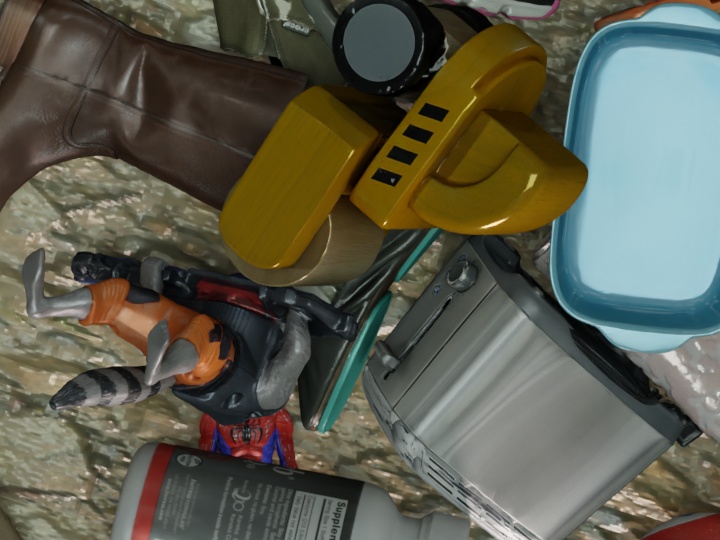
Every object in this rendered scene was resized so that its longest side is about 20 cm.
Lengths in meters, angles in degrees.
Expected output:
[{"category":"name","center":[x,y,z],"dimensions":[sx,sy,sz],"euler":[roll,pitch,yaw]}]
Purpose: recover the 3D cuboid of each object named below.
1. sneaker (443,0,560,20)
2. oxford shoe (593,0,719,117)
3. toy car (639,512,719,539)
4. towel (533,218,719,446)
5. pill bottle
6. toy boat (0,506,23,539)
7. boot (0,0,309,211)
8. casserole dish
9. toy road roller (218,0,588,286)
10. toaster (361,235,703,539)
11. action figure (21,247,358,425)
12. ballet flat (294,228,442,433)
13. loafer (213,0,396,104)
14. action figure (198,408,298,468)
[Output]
[{"category":"sneaker","center":[0.036,-0.216,1.615],"dimensions":[0.200,0.074,0.087],"euler":[27,101,-4]},{"category":"oxford shoe","center":[0.241,-0.138,1.624],"dimensions":[0.200,0.071,0.073],"euler":[-14,91,-2]},{"category":"toy car","center":[0.142,0.214,1.672],"dimensions":[0.200,0.184,0.177],"euler":[18,96,25]},{"category":"towel","center":[0.230,-0.007,1.650],"dimensions":[0.200,0.032,0.191],"euler":[44,75,-8]},{"category":"pill bottle","center":[-0.043,0.173,1.608],"dimensions":[0.200,0.116,0.116],"euler":[11,99,2]},{"category":"toy boat","center":[-0.265,0.217,1.668],"dimensions":[0.131,0.131,0.200],"euler":[-26,101,33]},{"category":"boot","center":[-0.136,-0.057,1.621],"dimensions":[0.200,0.064,0.187],"euler":[20,110,1]},{"category":"casserole dish","center":[0.171,-0.054,1.579],"dimensions":[0.121,0.039,0.200],"euler":[6,97,-4]},{"category":"toy road roller","center":[0.032,-0.052,1.540],"dimensions":[0.146,0.123,0.200],"euler":[41,106,18]},{"category":"toaster","center":[0.096,0.080,1.643],"dimensions":[0.129,0.114,0.200],"euler":[-45,121,9]},{"category":"action figure","center":[-0.116,0.042,1.588],"dimensions":[0.200,0.193,0.105],"euler":[11,84,37]},{"category":"ballet flat","center":[0.000,0.000,1.656],"dimensions":[0.068,0.068,0.200],"euler":[32,102,7]},{"category":"loafer","center":[-0.057,-0.155,1.621],"dimensions":[0.070,0.075,0.200],"euler":[-35,100,-1]},{"category":"action figure","center":[-0.068,0.151,1.690],"dimensions":[0.065,0.052,0.200],"euler":[-2,97,1]}]
